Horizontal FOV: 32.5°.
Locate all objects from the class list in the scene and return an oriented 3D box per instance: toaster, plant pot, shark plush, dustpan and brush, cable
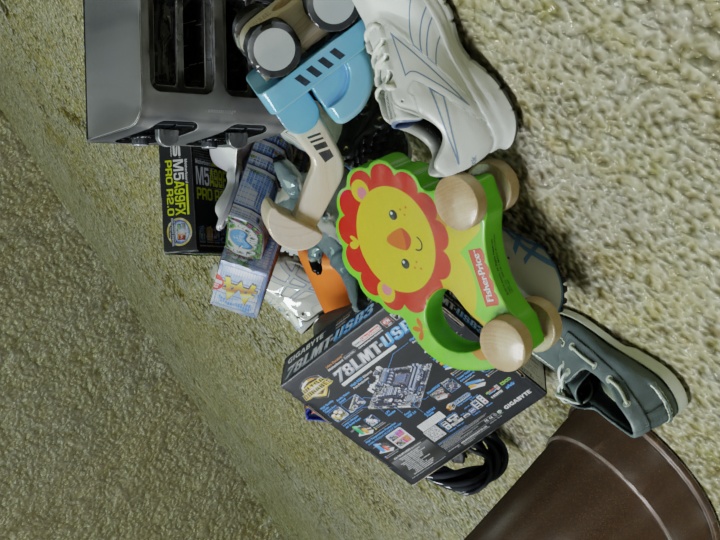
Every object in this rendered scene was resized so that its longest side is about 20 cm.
[{"bbox_3d":[-0.167,-0.217,1.193,0.118,0.179,0.203,0,91,49],"label":"toaster"},{"bbox_3d":[0.211,0.265,1.209,0.200,0.197,0.201,46,161,21],"label":"plant pot"},{"bbox_3d":[-0.028,-0.033,1.244,0.200,0.090,0.084,51,126,31],"label":"shark plush"},{"bbox_3d":[-0.141,-0.135,1.403,0.057,0.202,0.140,18,153,11],"label":"dustpan and brush"},{"bbox_3d":[0.088,0.198,1.486,0.200,0.162,0.051,48,122,49],"label":"cable"}]

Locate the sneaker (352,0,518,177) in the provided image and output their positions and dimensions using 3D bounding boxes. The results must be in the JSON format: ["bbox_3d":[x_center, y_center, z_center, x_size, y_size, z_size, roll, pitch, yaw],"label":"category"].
[{"bbox_3d":[0.043,-0.167,0.993,0.201,0.087,0.074,54,164,0],"label":"sneaker"}]

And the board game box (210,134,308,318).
[{"bbox_3d":[-0.112,-0.060,1.403,0.061,0.202,0.200,17,160,-2],"label":"board game box"}]

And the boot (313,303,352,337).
[{"bbox_3d":[0.029,0.010,1.254,0.070,0.197,0.132,-94,-15,-48],"label":"boot"}]

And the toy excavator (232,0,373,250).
[{"bbox_3d":[-0.043,-0.143,1.097,0.201,0.194,0.100,53,-179,-24],"label":"toy excavator"}]

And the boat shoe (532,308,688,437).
[{"bbox_3d":[0.204,0.092,1.117,0.199,0.062,0.073,29,151,52],"label":"boat shoe"}]

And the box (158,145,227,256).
[{"bbox_3d":[-0.178,-0.099,1.471,0.200,0.044,0.163,2,-95,-74],"label":"box"}]

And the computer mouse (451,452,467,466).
[{"bbox_3d":[0.072,0.182,1.664,0.199,0.044,0.110,36,161,29],"label":"computer mouse"}]

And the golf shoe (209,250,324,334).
[{"bbox_3d":[-0.087,0.027,1.508,0.078,0.197,0.099,135,138,-79],"label":"golf shoe"}]

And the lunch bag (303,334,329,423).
[{"bbox_3d":[0.037,0.136,1.437,0.197,0.095,0.151,14,-174,-6],"label":"lunch bag"}]

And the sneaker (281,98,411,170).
[{"bbox_3d":[-0.013,-0.135,1.218,0.199,0.072,0.072,32,177,44],"label":"sneaker"}]

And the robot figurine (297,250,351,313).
[{"bbox_3d":[0.001,0.001,1.369,0.117,0.142,0.201,-90,-18,-49],"label":"robot figurine"}]

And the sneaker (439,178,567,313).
[{"bbox_3d":[0.106,-0.018,1.123,0.200,0.072,0.073,42,132,34],"label":"sneaker"}]

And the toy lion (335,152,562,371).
[{"bbox_3d":[0.063,-0.008,1.088,0.190,0.068,0.202,-12,100,45],"label":"toy lion"}]

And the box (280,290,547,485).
[{"bbox_3d":[0.054,0.109,1.260,0.198,0.199,0.050,39,-149,-22],"label":"box"}]

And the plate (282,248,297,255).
[{"bbox_3d":[-0.053,0.020,1.679,0.200,0.032,0.200,51,162,3],"label":"plate"}]
